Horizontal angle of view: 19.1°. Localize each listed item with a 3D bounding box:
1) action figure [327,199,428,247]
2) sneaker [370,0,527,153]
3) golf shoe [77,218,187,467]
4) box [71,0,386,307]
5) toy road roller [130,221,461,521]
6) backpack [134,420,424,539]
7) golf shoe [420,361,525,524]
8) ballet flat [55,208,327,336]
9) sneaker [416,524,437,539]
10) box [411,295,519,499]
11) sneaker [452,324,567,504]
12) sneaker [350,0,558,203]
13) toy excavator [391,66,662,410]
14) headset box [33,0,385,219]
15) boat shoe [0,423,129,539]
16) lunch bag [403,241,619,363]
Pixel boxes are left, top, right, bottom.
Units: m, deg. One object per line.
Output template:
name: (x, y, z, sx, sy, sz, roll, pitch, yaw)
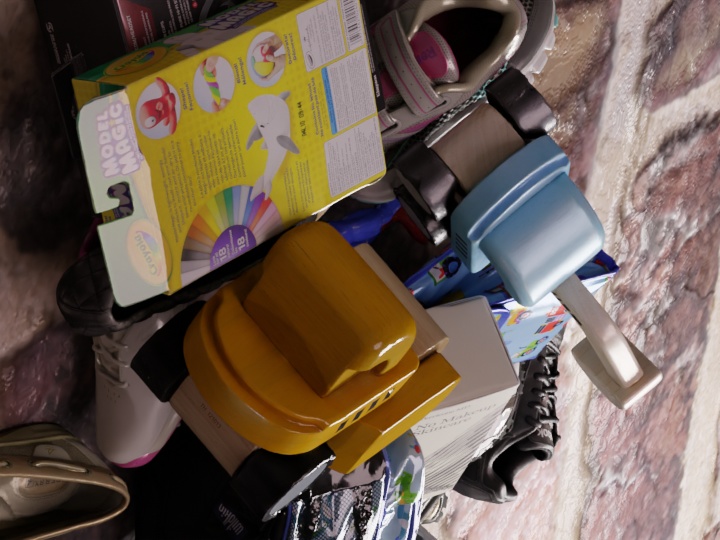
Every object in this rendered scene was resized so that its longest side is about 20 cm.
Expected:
action figure: (0.000, 0.000, 1.415, 0.199, 0.099, 0.065, -18, 154, -45)
sneaker: (0.021, -0.123, 1.320, 0.200, 0.082, 0.088, -38, -176, -9)
golf shoe: (-0.139, 0.020, 1.270, 0.091, 0.075, 0.201, 2, 104, -46)
box: (-0.074, -0.069, 1.126, 0.200, 0.048, 0.118, -31, 120, -42)
toy road roller: (-0.016, 0.035, 1.202, 0.200, 0.123, 0.146, -30, 166, -48)
backpack: (-0.052, 0.151, 1.362, 0.146, 0.183, 0.201, -7, 125, -32)
golf shoe: (0.052, 0.116, 1.598, 0.201, 0.078, 0.094, -60, 148, -5)
ballet flat: (-0.083, -0.013, 1.219, 0.200, 0.057, 0.067, -31, 124, -29)
sneaker: (-0.021, 0.223, 1.465, 0.078, 0.200, 0.112, 50, 60, -20)
box: (0.038, 0.094, 1.430, 0.082, 0.069, 0.200, -16, 159, -17)
sneaker: (0.125, 0.094, 1.666, 0.201, 0.098, 0.071, -62, 146, -3)
sneaker: (0.051, -0.137, 1.408, 0.200, 0.077, 0.091, -48, 136, -15)
toy excavator: (0.119, -0.005, 1.373, 0.100, 0.200, 0.195, -37, 168, -5)
headset box: (-0.088, -0.123, 1.189, 0.200, 0.077, 0.150, -33, 122, -37)
boat shoe: (-0.221, 0.138, 1.237, 0.200, 0.063, 0.074, -7, 119, -53)
lunch bag: (0.056, 0.032, 1.500, 0.199, 0.094, 0.151, -26, 166, -30)
